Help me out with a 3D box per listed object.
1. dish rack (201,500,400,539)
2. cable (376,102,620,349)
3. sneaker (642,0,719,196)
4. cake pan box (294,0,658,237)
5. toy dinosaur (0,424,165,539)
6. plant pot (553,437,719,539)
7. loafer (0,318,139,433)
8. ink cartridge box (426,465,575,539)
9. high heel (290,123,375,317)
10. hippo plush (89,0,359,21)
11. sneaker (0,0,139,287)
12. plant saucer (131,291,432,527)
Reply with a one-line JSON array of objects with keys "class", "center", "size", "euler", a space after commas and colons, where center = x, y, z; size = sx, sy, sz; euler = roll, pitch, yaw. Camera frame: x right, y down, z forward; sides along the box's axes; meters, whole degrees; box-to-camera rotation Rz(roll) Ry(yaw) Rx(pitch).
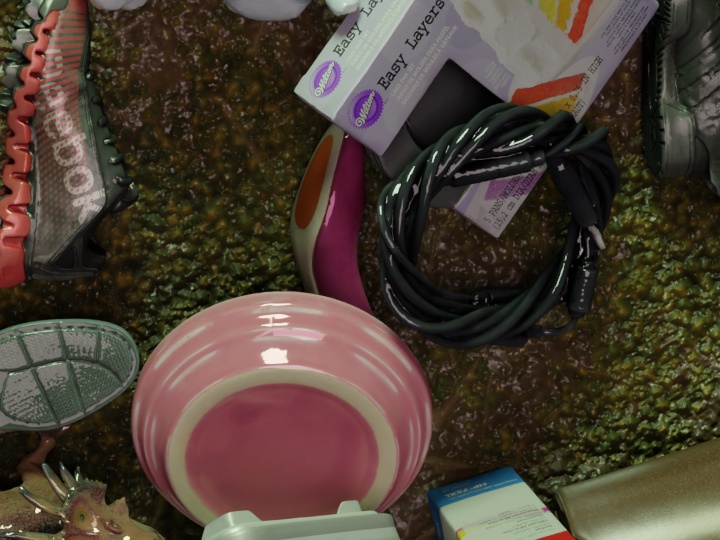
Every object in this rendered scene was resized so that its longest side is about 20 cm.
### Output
[{"class": "dish rack", "center": [-0.080, 0.196, 1.108], "size": [0.171, 0.199, 0.044], "euler": [2, 61, -48]}, {"class": "cable", "center": [0.093, -0.028, 1.130], "size": [0.199, 0.051, 0.164], "euler": [10, 110, -39]}, {"class": "sneaker", "center": [0.246, -0.131, 1.190], "size": [0.103, 0.060, 0.202], "euler": [-4, 107, -9]}, {"class": "cake pan box", "center": [0.076, -0.139, 1.118], "size": [0.184, 0.052, 0.201], "euler": [33, 94, -42]}, {"class": "toy dinosaur", "center": [-0.229, 0.168, 1.115], "size": [0.198, 0.136, 0.087], "euler": [-23, 104, -5]}, {"class": "plant pot", "center": [0.242, 0.203, 1.192], "size": [0.196, 0.200, 0.202], "euler": [-13, 103, -1]}, {"class": "loafer", "center": [-0.242, 0.074, 1.137], "size": [0.198, 0.063, 0.073], "euler": [-19, 104, -10]}, {"class": "ink cartridge box", "center": [0.106, 0.219, 1.156], "size": [0.067, 0.200, 0.117], "euler": [-15, 103, -7]}, {"class": "high heel", "center": [0.000, 0.000, 1.169], "size": [0.095, 0.067, 0.202], "euler": [8, 107, -19]}, {"class": "hippo plush", "center": [-0.069, -0.235, 1.066], "size": [0.160, 0.199, 0.161], "euler": [13, 67, -31]}, {"class": "sneaker", "center": [-0.183, -0.084, 1.108], "size": [0.097, 0.071, 0.203], "euler": [7, 102, -12]}, {"class": "plant saucer", "center": [-0.051, 0.109, 1.144], "size": [0.198, 0.051, 0.202], "euler": [-1, 124, -1]}]
